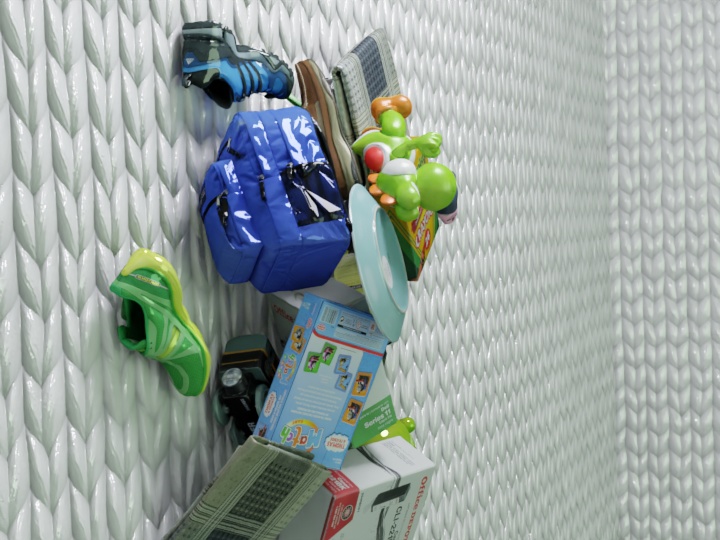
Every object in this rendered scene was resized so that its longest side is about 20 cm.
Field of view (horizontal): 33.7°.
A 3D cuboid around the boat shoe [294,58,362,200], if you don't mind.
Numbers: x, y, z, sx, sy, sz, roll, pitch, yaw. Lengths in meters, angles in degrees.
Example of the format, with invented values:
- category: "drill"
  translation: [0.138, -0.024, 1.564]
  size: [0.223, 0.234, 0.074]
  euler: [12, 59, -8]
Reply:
- category: "boat shoe"
  translation: [-0.057, -0.178, 1.540]
  size: [0.076, 0.073, 0.202]
  euler: [73, -2, -71]

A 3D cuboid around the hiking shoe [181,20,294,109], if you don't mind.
- category: "hiking shoe"
  translation: [-0.158, -0.239, 1.478]
  size: [0.199, 0.074, 0.088]
  euler: [19, 79, -53]

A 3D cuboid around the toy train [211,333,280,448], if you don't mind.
- category: "toy train"
  translation: [-0.123, 0.175, 1.515]
  size: [0.115, 0.084, 0.201]
  euler: [-80, 155, -43]

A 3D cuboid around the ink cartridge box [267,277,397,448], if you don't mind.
- category: "ink cartridge box"
  translation: [-0.039, 0.115, 1.599]
  size: [0.082, 0.146, 0.202]
  euler: [-26, 119, -24]

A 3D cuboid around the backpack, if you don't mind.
- category: "backpack"
  translation: [-0.109, -0.094, 1.428]
  size: [0.166, 0.163, 0.202]
  euler: [-5, 68, -24]

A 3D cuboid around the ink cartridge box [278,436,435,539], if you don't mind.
- category: "ink cartridge box"
  translation: [-0.004, 0.324, 1.628]
  size: [0.199, 0.083, 0.146]
  euler: [-9, 122, -45]

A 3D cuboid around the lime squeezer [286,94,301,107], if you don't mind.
- category: "lime squeezer"
  translation: [-0.058, -0.174, 1.589]
  size: [0.070, 0.038, 0.202]
  euler: [-5, 68, -35]

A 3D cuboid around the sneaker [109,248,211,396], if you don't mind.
- category: "sneaker"
  translation: [-0.228, 0.067, 1.319]
  size: [0.083, 0.074, 0.202]
  euler: [-41, 133, -28]

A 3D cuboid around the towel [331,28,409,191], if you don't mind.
- category: "towel"
  translation: [0.016, -0.230, 1.730]
  size: [0.193, 0.034, 0.202]
  euler: [-55, 135, -56]

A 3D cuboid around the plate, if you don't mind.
- category: "plate"
  translation: [0.029, -0.011, 1.477]
  size: [0.200, 0.025, 0.203]
  euler: [-14, 90, -77]

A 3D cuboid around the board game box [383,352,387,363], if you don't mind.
- category: "board game box"
  translation: [0.007, 0.118, 1.776]
  size: [0.200, 0.023, 0.106]
  euler: [-68, 143, -71]

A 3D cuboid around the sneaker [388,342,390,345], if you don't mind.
- category: "sneaker"
  translation: [0.022, 0.045, 1.781]
  size: [0.088, 0.075, 0.201]
  euler: [60, 15, -24]

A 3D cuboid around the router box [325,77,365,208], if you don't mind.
- category: "router box"
  translation: [-0.050, -0.155, 1.700]
  size: [0.151, 0.061, 0.201]
  euler: [63, 35, -41]

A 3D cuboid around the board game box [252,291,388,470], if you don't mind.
- category: "board game box"
  translation: [-0.045, 0.140, 1.470]
  size: [0.151, 0.036, 0.202]
  euler: [21, 90, -50]

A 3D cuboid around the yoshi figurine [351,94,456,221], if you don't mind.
- category: "yoshi figurine"
  translation: [0.067, -0.137, 1.544]
  size: [0.112, 0.111, 0.201]
  euler: [46, 20, -40]

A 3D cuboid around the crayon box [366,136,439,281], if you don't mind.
- category: "crayon box"
  translation: [0.063, -0.100, 1.701]
  size: [0.128, 0.050, 0.202]
  euler: [-66, 152, -43]

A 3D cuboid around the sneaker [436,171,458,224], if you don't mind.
- category: "sneaker"
  translation: [0.076, -0.127, 1.846]
  size: [0.070, 0.199, 0.083]
  euler: [-27, 123, -25]

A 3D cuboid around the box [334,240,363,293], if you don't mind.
- category: "box"
  translation: [0.000, 0.000, 1.709]
  size: [0.201, 0.074, 0.051]
  euler: [-96, 173, -63]

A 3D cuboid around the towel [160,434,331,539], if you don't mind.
- category: "towel"
  translation: [-0.142, 0.282, 1.404]
  size: [0.200, 0.035, 0.192]
  euler: [-49, 146, 3]

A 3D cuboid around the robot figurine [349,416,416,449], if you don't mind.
- category: "robot figurine"
  translation: [0.035, 0.300, 1.800]
  size: [0.176, 0.115, 0.202]
  euler: [-52, 135, -37]
